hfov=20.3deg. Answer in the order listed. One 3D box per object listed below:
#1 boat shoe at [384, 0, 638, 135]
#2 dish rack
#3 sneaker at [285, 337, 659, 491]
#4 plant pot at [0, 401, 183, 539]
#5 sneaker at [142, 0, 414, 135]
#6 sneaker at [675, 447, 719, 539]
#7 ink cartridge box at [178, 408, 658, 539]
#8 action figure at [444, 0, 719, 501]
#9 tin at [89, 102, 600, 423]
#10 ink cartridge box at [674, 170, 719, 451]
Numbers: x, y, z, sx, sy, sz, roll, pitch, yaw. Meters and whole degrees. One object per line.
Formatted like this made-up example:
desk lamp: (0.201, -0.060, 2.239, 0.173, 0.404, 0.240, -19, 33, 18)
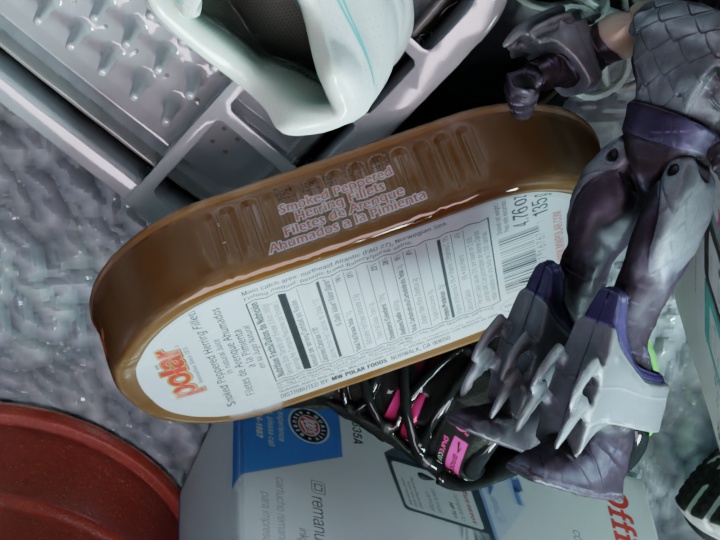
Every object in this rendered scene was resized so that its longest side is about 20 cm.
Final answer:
boat shoe: (0.070, -0.097, 0.732, 0.200, 0.062, 0.075, -34, 119, 19)
dish rack: (-0.065, -0.116, 0.707, 0.200, 0.044, 0.172, 38, 117, -15)
sneaker: (0.029, 0.042, 0.817, 0.199, 0.084, 0.077, 5, 125, -7)
plant pot: (-0.165, 0.195, 0.847, 0.200, 0.196, 0.202, -2, 127, -2)
sneaker: (-0.058, -0.125, 0.633, 0.070, 0.080, 0.200, -39, 107, 25)
sneaker: (0.214, 0.114, 0.830, 0.074, 0.200, 0.080, -44, 118, -26)
ink cartridge box: (0.028, 0.137, 0.847, 0.199, 0.147, 0.086, 16, 122, -15)
action figure: (0.093, -0.029, 0.646, 0.069, 0.130, 0.201, 18, 95, -37)
tin: (0.000, 0.000, 0.739, 0.199, 0.042, 0.112, -19, 147, -2)
ink cartridge box: (0.202, 0.008, 0.730, 0.146, 0.200, 0.147, -6, 126, 0)
